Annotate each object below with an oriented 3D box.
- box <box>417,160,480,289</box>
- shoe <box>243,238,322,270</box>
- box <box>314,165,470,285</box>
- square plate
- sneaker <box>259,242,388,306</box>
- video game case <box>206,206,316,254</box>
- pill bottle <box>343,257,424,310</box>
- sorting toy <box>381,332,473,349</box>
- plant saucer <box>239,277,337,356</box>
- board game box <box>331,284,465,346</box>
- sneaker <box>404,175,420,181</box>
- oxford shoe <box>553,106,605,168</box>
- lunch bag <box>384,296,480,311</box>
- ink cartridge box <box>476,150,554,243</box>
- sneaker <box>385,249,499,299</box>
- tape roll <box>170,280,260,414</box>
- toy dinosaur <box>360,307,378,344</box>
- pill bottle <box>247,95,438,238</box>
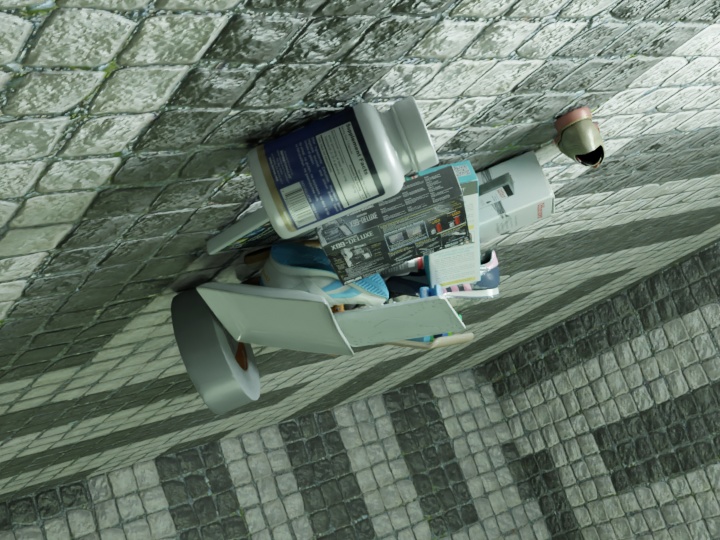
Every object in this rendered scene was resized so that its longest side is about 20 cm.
[{"bbox_3d":[0.133,-0.064,1.531,0.081,0.049,0.201,-11,133,-4],"label":"box"},{"bbox_3d":[-0.078,-0.020,1.555,0.198,0.054,0.070,-10,-178,-20],"label":"shoe"},{"bbox_3d":[0.046,-0.057,1.395,0.198,0.050,0.158,-20,158,3],"label":"box"},{"bbox_3d":[-0.118,0.069,1.507,0.196,0.029,0.200,6,155,15],"label":"square plate"},{"bbox_3d":[-0.053,0.019,1.520,0.198,0.077,0.081,15,124,-21],"label":"sneaker"},{"bbox_3d":[-0.090,-0.070,1.408,0.181,0.024,0.199,-11,172,-38],"label":"video game case"},{"bbox_3d":[0.000,0.000,1.678,0.198,0.115,0.114,-13,165,-29],"label":"pill bottle"},{"bbox_3d":[0.094,0.125,1.969,0.198,0.037,0.185,0,-179,29],"label":"sorting toy"},{"bbox_3d":[-0.108,0.067,1.681,0.037,0.200,0.200,-53,163,2],"label":"plant saucer"},{"bbox_3d":[0.055,0.075,1.649,0.198,0.026,0.200,-10,161,13],"label":"board game box"},{"bbox_3d":[0.026,-0.083,1.505,0.092,0.071,0.200,6,156,-9],"label":"sneaker"},{"bbox_3d":[0.334,-0.182,1.549,0.070,0.075,0.200,-25,167,16],"label":"oxford shoe"},{"bbox_3d":[0.122,0.012,1.873,0.198,0.141,0.168,-20,164,2],"label":"lunch bag"},{"bbox_3d":[0.203,-0.103,1.646,0.198,0.084,0.147,-22,168,6],"label":"ink cartridge box"},{"bbox_3d":[0.131,0.002,1.650,0.198,0.083,0.070,0,-174,-23],"label":"sneaker"},{"bbox_3d":[-0.226,0.121,1.617,0.066,0.202,0.200,-21,167,6],"label":"tape roll"},{"bbox_3d":[-0.042,0.040,1.771,0.199,0.107,0.060,27,165,-24],"label":"toy dinosaur"},{"bbox_3d":[-0.018,-0.122,1.163,0.198,0.112,0.111,-22,167,4],"label":"pill bottle"}]
